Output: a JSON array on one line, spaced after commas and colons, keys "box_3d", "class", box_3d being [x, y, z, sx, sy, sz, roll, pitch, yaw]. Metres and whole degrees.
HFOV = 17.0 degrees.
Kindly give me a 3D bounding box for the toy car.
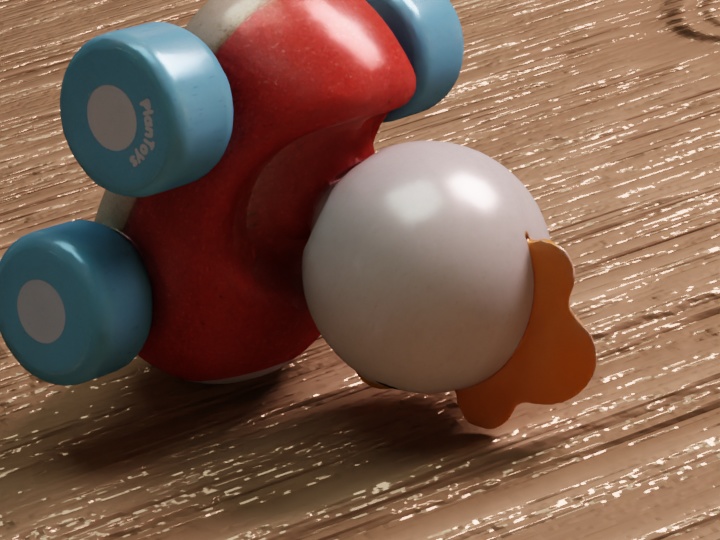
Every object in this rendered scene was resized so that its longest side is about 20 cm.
[{"box_3d": [0.000, 0.000, 0.925, 0.200, 0.177, 0.184, 39, 33, 23], "class": "toy car"}]
